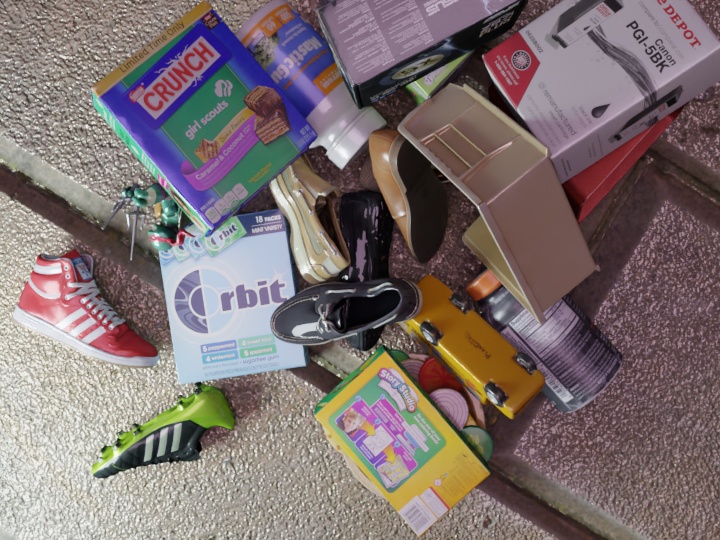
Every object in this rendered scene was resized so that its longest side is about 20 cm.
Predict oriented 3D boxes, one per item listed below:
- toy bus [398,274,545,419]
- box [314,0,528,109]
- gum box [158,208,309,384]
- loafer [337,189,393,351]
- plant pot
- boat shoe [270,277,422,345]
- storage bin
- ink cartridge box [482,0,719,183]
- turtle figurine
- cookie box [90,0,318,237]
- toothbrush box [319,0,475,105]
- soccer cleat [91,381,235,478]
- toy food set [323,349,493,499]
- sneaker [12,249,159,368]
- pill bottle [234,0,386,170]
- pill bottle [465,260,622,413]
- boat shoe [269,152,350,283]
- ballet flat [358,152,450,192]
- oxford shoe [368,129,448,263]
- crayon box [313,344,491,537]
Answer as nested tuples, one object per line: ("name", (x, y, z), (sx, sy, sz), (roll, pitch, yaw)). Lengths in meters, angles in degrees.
("toy bus", (0.130, 0.095, 1.095), (0.065, 0.079, 0.200), (-41, 68, -16))
("box", (0.064, -0.260, 0.932), (0.198, 0.164, 0.087), (-27, 91, 2))
("gum box", (-0.163, 0.033, 1.157), (0.167, 0.045, 0.203), (-8, 91, 3))
("loafer", (0.000, 0.000, 1.145), (0.070, 0.068, 0.204), (6, 98, 31))
("plant pot", (0.261, -0.194, 1.068), (0.176, 0.200, 0.200), (44, 93, 11))
("boat shoe", (-0.026, 0.046, 1.083), (0.197, 0.063, 0.074), (-11, 84, 18))
("storage bin", (0.151, -0.081, 1.001), (0.093, 0.199, 0.201), (-37, 132, 0))
("ink cartridge box", (0.250, -0.212, 0.937), (0.199, 0.083, 0.148), (-34, 69, 10))
("turtle figurine", (-0.245, -0.101, 1.110), (0.100, 0.149, 0.203), (17, 79, -27))
("cookie box", (-0.176, -0.170, 1.022), (0.171, 0.075, 0.200), (-43, 96, -17))
("toothbrush box", (0.040, -0.299, 1.085), (0.200, 0.146, 0.086), (45, 94, 0))
("soccer cleat", (-0.254, 0.224, 1.162), (0.199, 0.068, 0.082), (-32, 104, 3))
("toy food set", (0.066, 0.200, 1.155), (0.197, 0.049, 0.201), (-36, 90, 3))
("sneaker", (-0.339, 0.045, 1.151), (0.198, 0.071, 0.114), (21, 96, 3))
("pill bottle", (-0.064, -0.224, 1.109), (0.200, 0.112, 0.112), (45, 93, 0))
("pill bottle", (0.221, 0.069, 1.115), (0.106, 0.106, 0.200), (-43, 90, 3))
("boat shoe", (-0.058, -0.090, 1.119), (0.076, 0.071, 0.202), (-24, 83, 34))
("ballet flat", (0.093, -0.139, 1.132), (0.197, 0.062, 0.069), (-9, 92, 3))
("oxford shoe", (0.058, -0.094, 1.105), (0.071, 0.201, 0.071), (26, 58, 39))
("crayon box", (0.051, 0.206, 1.102), (0.119, 0.058, 0.200), (-41, 90, 2))
